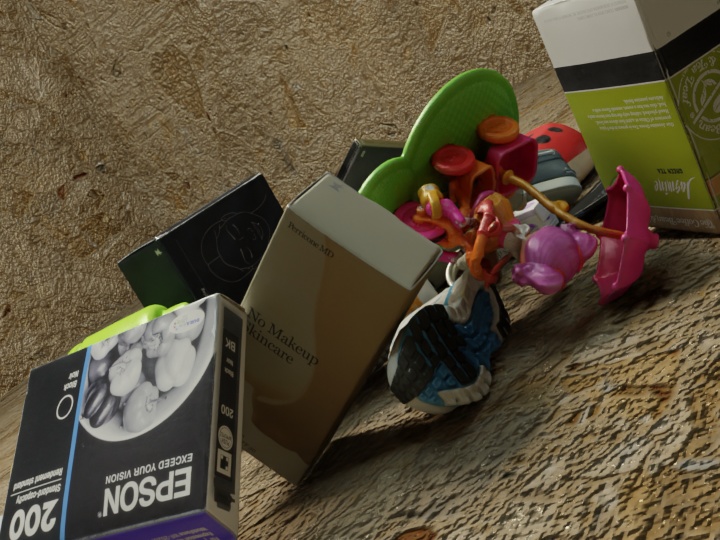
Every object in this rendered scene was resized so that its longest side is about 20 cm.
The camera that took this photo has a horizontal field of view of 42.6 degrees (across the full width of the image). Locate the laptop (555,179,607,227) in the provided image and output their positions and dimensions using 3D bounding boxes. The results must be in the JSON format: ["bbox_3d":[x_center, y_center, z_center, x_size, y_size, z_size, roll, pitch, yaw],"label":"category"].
[{"bbox_3d":[0.268,-0.157,0.906,0.177,0.104,0.199,-38,1,-44],"label":"laptop"}]

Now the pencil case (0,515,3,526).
[{"bbox_3d":[-0.206,0.200,0.711,0.198,0.085,0.090,-27,-18,24],"label":"pencil case"}]

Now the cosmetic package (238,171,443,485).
[{"bbox_3d":[-0.035,0.045,0.662,0.202,0.104,0.071,-63,-9,32],"label":"cosmetic package"}]

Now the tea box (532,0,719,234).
[{"bbox_3d":[0.275,-0.166,0.719,0.198,0.199,0.133,-34,17,-15],"label":"tea box"}]

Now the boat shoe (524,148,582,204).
[{"bbox_3d":[0.137,-0.091,0.984,0.196,0.063,0.073,-8,-28,-13],"label":"boat shoe"}]

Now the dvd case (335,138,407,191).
[{"bbox_3d":[0.038,-0.071,0.979,0.198,0.016,0.150,-5,-45,-44],"label":"dvd case"}]

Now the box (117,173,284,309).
[{"bbox_3d":[-0.174,0.014,1.221,0.123,0.202,0.196,-22,12,46],"label":"box"}]

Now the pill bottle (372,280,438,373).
[{"bbox_3d":[-0.033,0.052,0.810,0.199,0.117,0.116,-40,9,2],"label":"pill bottle"}]

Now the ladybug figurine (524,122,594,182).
[{"bbox_3d":[0.209,-0.121,1.104,0.134,0.073,0.200,-23,12,37],"label":"ladybug figurine"}]

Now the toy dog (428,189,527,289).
[{"bbox_3d":[0.097,-0.023,0.903,0.095,0.135,0.198,14,-12,-33],"label":"toy dog"}]

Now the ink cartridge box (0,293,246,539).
[{"bbox_3d":[-0.161,0.138,0.615,0.195,0.043,0.204,-21,56,28],"label":"ink cartridge box"}]

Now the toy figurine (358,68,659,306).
[{"bbox_3d":[0.121,-0.038,0.682,0.199,0.152,0.183,-33,47,-31],"label":"toy figurine"}]

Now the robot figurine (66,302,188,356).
[{"bbox_3d":[-0.272,0.118,1.103,0.197,0.116,0.177,-27,36,9],"label":"robot figurine"}]

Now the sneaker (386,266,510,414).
[{"bbox_3d":[0.052,0.065,0.689,0.086,0.076,0.200,-33,-1,25],"label":"sneaker"}]

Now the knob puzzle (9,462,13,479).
[{"bbox_3d":[-0.344,0.220,1.147,0.215,0.031,0.220,-18,18,6],"label":"knob puzzle"}]

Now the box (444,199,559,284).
[{"bbox_3d":[0.116,-0.021,0.980,0.198,0.039,0.041,-24,11,38],"label":"box"}]
